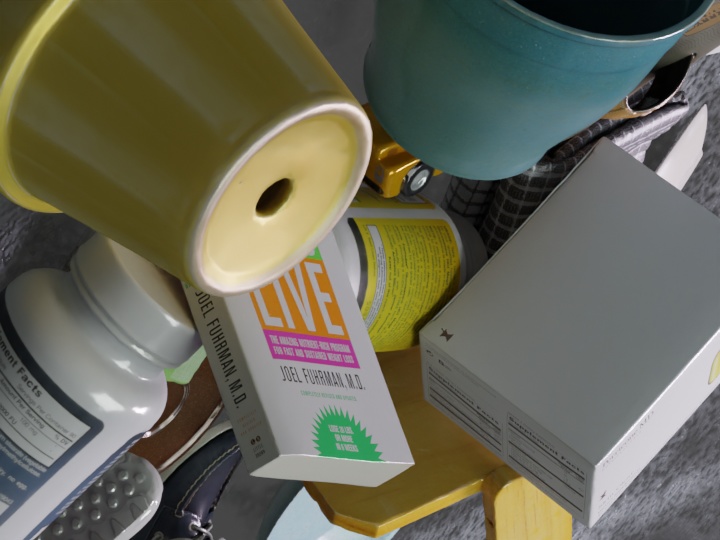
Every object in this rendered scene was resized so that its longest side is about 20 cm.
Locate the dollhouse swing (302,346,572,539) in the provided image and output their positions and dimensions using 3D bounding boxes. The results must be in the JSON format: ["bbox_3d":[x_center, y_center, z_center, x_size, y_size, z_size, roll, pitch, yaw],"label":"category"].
[{"bbox_3d":[0.027,0.132,1.865,0.176,0.200,0.182,-30,150,-14],"label":"dollhouse swing"}]

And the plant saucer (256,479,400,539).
[{"bbox_3d":[-0.021,0.182,2.029,0.201,0.039,0.201,-35,151,-23],"label":"plant saucer"}]

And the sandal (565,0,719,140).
[{"bbox_3d":[0.189,-0.133,1.695,0.200,0.055,0.082,-26,144,24],"label":"sandal"}]

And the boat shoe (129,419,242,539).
[{"bbox_3d":[-0.137,0.195,1.839,0.200,0.062,0.075,-52,157,12],"label":"boat shoe"}]

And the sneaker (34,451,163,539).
[{"bbox_3d":[-0.212,0.184,1.687,0.200,0.077,0.080,-30,153,9],"label":"sneaker"}]

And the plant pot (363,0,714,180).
[{"bbox_3d":[0.095,-0.161,1.594,0.200,0.200,0.188,-26,159,-37],"label":"plant pot"}]

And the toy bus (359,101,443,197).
[{"bbox_3d":[0.071,-0.121,1.735,0.200,0.065,0.078,-27,146,-36],"label":"toy bus"}]

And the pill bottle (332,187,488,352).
[{"bbox_3d":[0.000,0.000,1.737,0.200,0.112,0.113,-1,127,-55],"label":"pill bottle"}]

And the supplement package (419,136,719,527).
[{"bbox_3d":[0.163,0.042,1.760,0.200,0.156,0.111,-46,159,-18],"label":"supplement package"}]

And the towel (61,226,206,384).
[{"bbox_3d":[-0.115,-0.025,1.600,0.149,0.031,0.200,17,110,-48],"label":"towel"}]

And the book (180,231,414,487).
[{"bbox_3d":[-0.052,0.029,1.509,0.048,0.200,0.133,-32,158,27],"label":"book"}]

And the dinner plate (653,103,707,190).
[{"bbox_3d":[0.227,-0.043,2.042,0.200,0.024,0.200,-56,175,-8],"label":"dinner plate"}]

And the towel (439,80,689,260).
[{"bbox_3d":[0.142,-0.064,1.879,0.200,0.086,0.166,-31,150,-42],"label":"towel"}]

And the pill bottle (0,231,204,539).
[{"bbox_3d":[-0.184,0.069,1.509,0.200,0.120,0.120,-43,155,14],"label":"pill bottle"}]

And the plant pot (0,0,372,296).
[{"bbox_3d":[-0.103,-0.091,1.380,0.201,0.189,0.201,-36,152,-23],"label":"plant pot"}]

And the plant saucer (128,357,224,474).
[{"bbox_3d":[-0.145,0.084,1.724,0.200,0.032,0.200,-35,151,-23],"label":"plant saucer"}]

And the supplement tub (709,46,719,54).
[{"bbox_3d":[0.221,-0.252,1.704,0.140,0.140,0.200,-38,151,-20],"label":"supplement tub"}]
